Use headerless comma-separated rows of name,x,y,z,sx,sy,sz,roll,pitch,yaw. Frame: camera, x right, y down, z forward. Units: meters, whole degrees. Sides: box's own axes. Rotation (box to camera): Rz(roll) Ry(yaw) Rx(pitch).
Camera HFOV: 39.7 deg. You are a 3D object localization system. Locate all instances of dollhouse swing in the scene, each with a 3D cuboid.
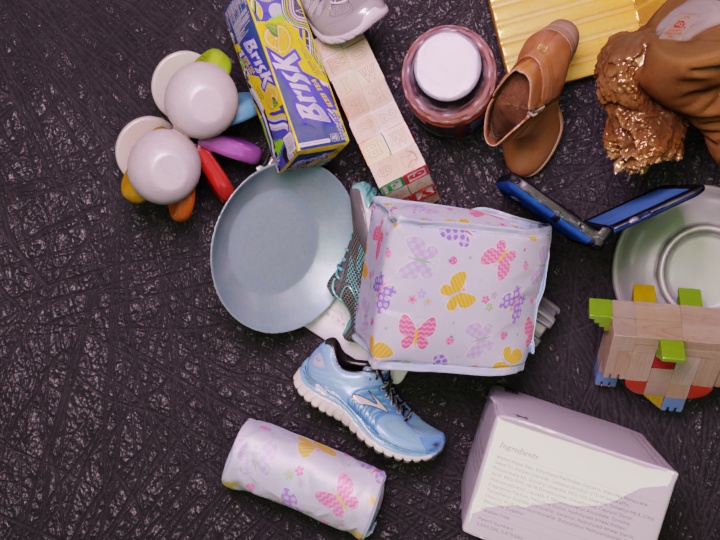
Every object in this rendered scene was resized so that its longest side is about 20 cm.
dollhouse swing,0.256,-0.311,1.107,0.173,0.182,0.204,-14,91,-14

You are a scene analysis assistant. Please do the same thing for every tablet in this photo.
tablet,-0.004,0.033,1.215,0.198,0.014,0.131,32,94,3

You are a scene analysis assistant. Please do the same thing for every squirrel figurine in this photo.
squirrel figurine,0.344,-0.176,1.031,0.198,0.143,0.187,-19,131,27

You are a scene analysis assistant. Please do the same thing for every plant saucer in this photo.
plant saucer,-0.093,-0.030,1.156,0.199,0.038,0.205,-13,112,-34
plant saucer,0.395,0.001,1.157,0.196,0.050,0.204,0,92,5

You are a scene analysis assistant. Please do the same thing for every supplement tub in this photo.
supplement tub,0.100,-0.207,1.101,0.105,0.200,0.109,0,91,6

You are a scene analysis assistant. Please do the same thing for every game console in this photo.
game console,0.252,-0.092,1.090,0.170,0.200,0.119,35,95,1

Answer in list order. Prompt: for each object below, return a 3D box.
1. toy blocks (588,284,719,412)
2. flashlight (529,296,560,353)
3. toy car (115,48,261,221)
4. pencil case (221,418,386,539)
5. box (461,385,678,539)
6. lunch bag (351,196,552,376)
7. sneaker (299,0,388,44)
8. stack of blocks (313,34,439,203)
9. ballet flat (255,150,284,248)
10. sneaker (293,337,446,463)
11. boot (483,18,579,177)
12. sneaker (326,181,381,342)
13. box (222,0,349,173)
toy blocks,0.349,0.103,1.130,0.196,0.138,0.101,4,48,6
flashlight,0.138,0.013,1.178,0.199,0.068,0.068,37,132,8
toy car,-0.188,-0.151,1.163,0.149,0.175,0.202,29,95,-25
pencil case,-0.067,0.250,1.194,0.197,0.083,0.092,19,99,5
box,0.220,0.231,1.106,0.197,0.199,0.133,17,94,5
lunch bag,0.103,0.019,1.083,0.196,0.127,0.173,4,105,-14
sneaker,-0.044,-0.314,1.115,0.074,0.200,0.083,-38,131,-13
stack of blocks,0.019,-0.173,1.153,0.058,0.115,0.202,-25,71,5
ballet flat,-0.115,-0.071,1.194,0.072,0.073,0.203,25,94,4
sneaker,0.019,0.151,1.179,0.198,0.078,0.091,32,101,3
boot,0.173,-0.165,1.091,0.073,0.155,0.202,21,129,18
sneaker,0.000,0.000,1.160,0.090,0.078,0.204,-6,103,16
box,-0.083,-0.216,1.108,0.069,0.064,0.203,-14,80,-31
